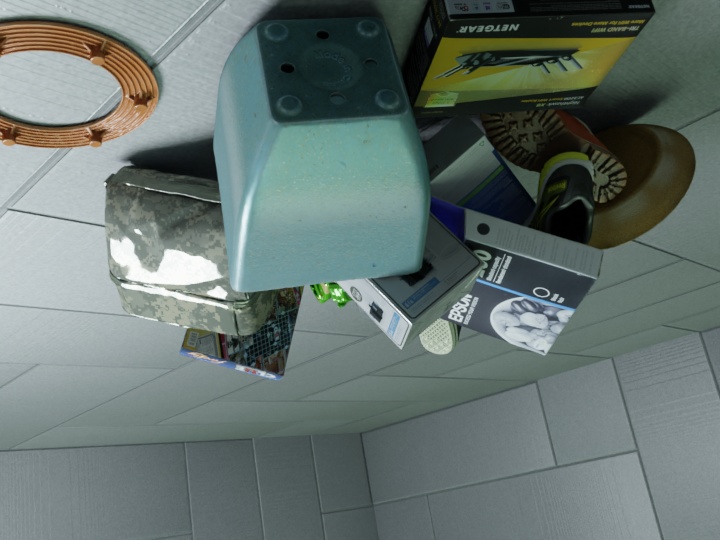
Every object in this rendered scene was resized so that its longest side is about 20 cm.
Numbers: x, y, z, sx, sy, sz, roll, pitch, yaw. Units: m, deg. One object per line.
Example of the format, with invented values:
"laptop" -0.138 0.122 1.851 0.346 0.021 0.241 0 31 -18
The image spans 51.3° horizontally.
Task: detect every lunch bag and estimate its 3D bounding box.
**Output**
"lunch bag" -0.188 -0.033 0.868 0.198 0.140 0.169 12 139 13

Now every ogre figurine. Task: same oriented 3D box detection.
"ogre figurine" 0.000 0.000 0.928 0.119 0.099 0.200 -17 169 -13

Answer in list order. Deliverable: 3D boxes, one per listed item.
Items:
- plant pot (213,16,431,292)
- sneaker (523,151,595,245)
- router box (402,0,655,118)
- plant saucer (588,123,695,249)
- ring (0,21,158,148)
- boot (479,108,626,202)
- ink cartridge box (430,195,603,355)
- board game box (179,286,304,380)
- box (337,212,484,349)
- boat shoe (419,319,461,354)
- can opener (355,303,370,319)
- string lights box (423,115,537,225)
"plant pot" -0.036 -0.122 0.704 0.195 0.197 0.200 -6 150 -12
"sneaker" 0.220 -0.033 0.858 0.074 0.085 0.201 4 129 5
"router box" 0.152 -0.215 0.724 0.198 0.053 0.157 -6 161 -11
"plant saucer" 0.306 -0.114 0.927 0.199 0.201 0.035 -23 130 33
"ring" -0.290 -0.161 0.701 0.199 0.019 0.201 -9 160 -3
"boot" 0.214 -0.162 0.877 0.199 0.108 0.075 30 121 -21
"ink cartridge box" 0.151 0.012 0.868 0.199 0.044 0.199 19 151 7
"board game box" -0.146 0.031 0.993 0.134 0.201 0.035 18 155 -13
"box" 0.020 -0.029 0.809 0.116 0.200 0.060 -35 160 -24
"boat shoe" 0.105 0.020 1.001 0.074 0.062 0.201 8 129 23
"can opener" 0.013 0.028 1.105 0.066 0.054 0.200 -24 152 4
"string lights box" 0.141 -0.082 0.891 0.103 0.059 0.200 -40 134 10
